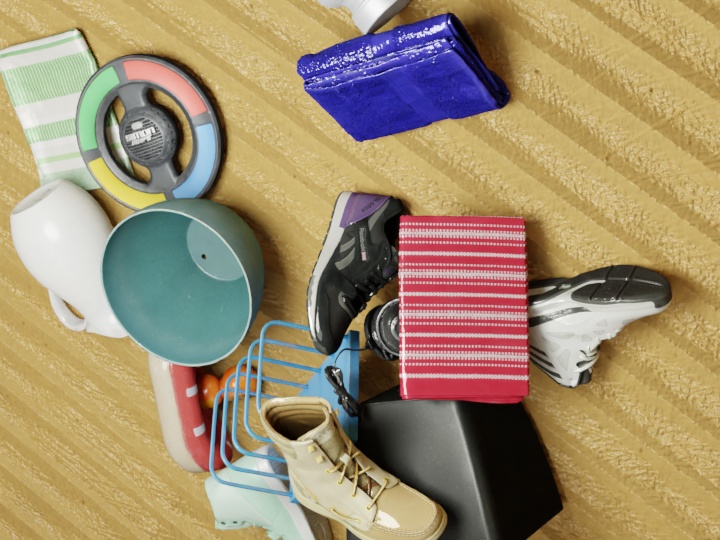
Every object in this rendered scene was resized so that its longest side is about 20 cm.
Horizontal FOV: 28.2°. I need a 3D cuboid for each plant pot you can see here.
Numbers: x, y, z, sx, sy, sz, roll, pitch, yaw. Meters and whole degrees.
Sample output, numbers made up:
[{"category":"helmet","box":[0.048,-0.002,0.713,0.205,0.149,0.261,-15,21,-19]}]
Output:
[{"category":"plant pot","box":[0.098,0.219,1.647,0.198,0.199,0.180,-7,95,30]},{"category":"plant pot","box":[-0.195,-0.005,1.729,0.198,0.135,0.203,9,117,18]}]

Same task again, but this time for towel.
[{"category":"towel","box":[0.044,-0.197,1.540,0.198,0.050,0.148,-10,143,32]},{"category":"towel","box":[-0.377,-0.196,1.820,0.151,0.023,0.202,-9,105,30]},{"category":"towel","box":[0.111,0.042,1.550,0.143,0.022,0.203,1,83,-6]}]

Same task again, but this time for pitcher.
[{"category":"pitcher","box":[-0.376,-0.008,1.846,0.170,0.121,0.201,-12,118,41]}]

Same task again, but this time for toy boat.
[{"category":"toy boat","box":[-0.191,0.155,1.823,0.129,0.131,0.203,-9,108,0]}]

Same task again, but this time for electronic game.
[{"category":"electronic game","box":[-0.259,-0.164,1.748,0.197,0.042,0.203,7,113,18]}]

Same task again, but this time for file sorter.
[{"category":"file sorter","box":[-0.092,0.166,1.688,0.121,0.140,0.200,12,147,-18]}]

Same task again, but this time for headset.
[{"category":"headset","box":[0.049,0.078,1.609,0.095,0.199,0.123,60,166,0]}]

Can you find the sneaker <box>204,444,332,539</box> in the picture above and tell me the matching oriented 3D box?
[{"category":"sneaker","box":[-0.119,0.318,1.835,0.117,0.074,0.202,-24,115,17]}]

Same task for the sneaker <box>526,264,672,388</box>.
[{"category":"sneaker","box":[0.261,0.064,1.571,0.199,0.076,0.116,-7,115,38]}]

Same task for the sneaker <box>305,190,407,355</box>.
[{"category":"sneaker","box":[0.000,0.000,1.613,0.086,0.202,0.076,4,156,22]}]

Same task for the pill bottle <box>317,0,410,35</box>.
[{"category":"pill bottle","box":[-0.028,-0.352,1.519,0.200,0.112,0.112,50,124,1]}]

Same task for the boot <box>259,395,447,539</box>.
[{"category":"boot","box":[-0.009,0.212,1.523,0.198,0.073,0.156,19,147,33]}]
